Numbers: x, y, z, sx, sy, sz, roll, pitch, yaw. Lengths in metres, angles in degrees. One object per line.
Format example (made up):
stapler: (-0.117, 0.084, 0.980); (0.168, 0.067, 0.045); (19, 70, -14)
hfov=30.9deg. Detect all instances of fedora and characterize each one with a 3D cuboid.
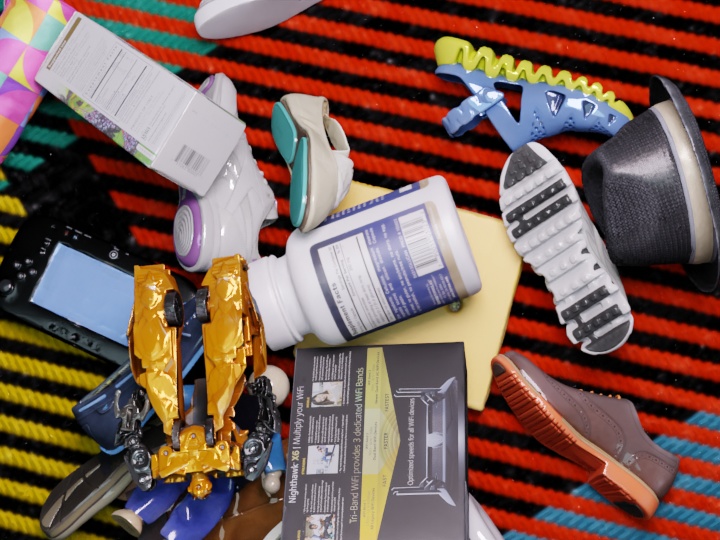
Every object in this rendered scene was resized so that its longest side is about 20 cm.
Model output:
fedora: (0.245, -0.064, 1.124); (0.090, 0.201, 0.203); (-16, 84, 3)

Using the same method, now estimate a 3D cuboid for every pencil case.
pencil case: (-0.344, -0.186, 1.259); (0.088, 0.088, 0.202); (30, 89, 7)

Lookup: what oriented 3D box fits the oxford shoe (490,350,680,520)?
oxford shoe: (0.203, 0.135, 1.188); (0.200, 0.071, 0.073); (43, 73, -1)

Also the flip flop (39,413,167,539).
flip flop: (-0.212, 0.192, 1.226); (0.199, 0.081, 0.058); (-39, 116, 2)

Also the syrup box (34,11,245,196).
syrup box: (-0.205, -0.156, 1.201); (0.199, 0.079, 0.082); (34, 93, 36)

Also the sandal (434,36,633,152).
sandal: (0.154, -0.149, 1.209); (0.198, 0.079, 0.088); (17, 91, 16)

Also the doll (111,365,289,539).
doll: (-0.131, 0.158, 1.154); (0.136, 0.048, 0.200); (43, 63, -2)

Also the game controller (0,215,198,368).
game controller: (-0.254, 0.025, 1.254); (0.198, 0.042, 0.105); (24, 89, 7)

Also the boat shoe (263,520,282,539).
boat shoe: (-0.003, 0.214, 1.175); (0.201, 0.060, 0.072); (-43, 121, -16)

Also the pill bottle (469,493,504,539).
pill bottle: (0.044, 0.297, 1.165); (0.199, 0.112, 0.113); (-36, 83, 3)

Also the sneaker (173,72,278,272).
sneaker: (-0.128, -0.088, 1.242); (0.099, 0.075, 0.203); (12, 69, -33)

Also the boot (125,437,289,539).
boot: (-0.101, 0.257, 1.216); (0.197, 0.068, 0.191); (-16, 98, -12)

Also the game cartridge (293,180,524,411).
game cartridge: (0.044, 0.020, 1.229); (0.197, 0.032, 0.179); (16, 88, 10)

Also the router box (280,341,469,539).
router box: (0.016, 0.161, 1.133); (0.155, 0.053, 0.202); (-2, 54, 8)

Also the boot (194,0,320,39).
boot: (-0.079, -0.300, 1.250); (0.198, 0.074, 0.097); (-23, 78, -4)

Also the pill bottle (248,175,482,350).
pill bottle: (0.000, 0.000, 1.165); (0.198, 0.111, 0.112); (-20, 84, 6)

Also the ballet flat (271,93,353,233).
ballet flat: (-0.038, -0.101, 1.183); (0.068, 0.201, 0.070); (-6, 128, -7)

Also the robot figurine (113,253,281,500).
robot figurine: (-0.136, 0.092, 1.102); (0.143, 0.058, 0.203); (-6, 77, 8)

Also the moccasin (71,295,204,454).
moccasin: (-0.187, 0.076, 1.181); (0.068, 0.080, 0.201); (39, 91, -7)

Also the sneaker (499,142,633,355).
sneaker: (0.189, -0.021, 1.190); (0.075, 0.081, 0.202); (-26, 84, 24)
